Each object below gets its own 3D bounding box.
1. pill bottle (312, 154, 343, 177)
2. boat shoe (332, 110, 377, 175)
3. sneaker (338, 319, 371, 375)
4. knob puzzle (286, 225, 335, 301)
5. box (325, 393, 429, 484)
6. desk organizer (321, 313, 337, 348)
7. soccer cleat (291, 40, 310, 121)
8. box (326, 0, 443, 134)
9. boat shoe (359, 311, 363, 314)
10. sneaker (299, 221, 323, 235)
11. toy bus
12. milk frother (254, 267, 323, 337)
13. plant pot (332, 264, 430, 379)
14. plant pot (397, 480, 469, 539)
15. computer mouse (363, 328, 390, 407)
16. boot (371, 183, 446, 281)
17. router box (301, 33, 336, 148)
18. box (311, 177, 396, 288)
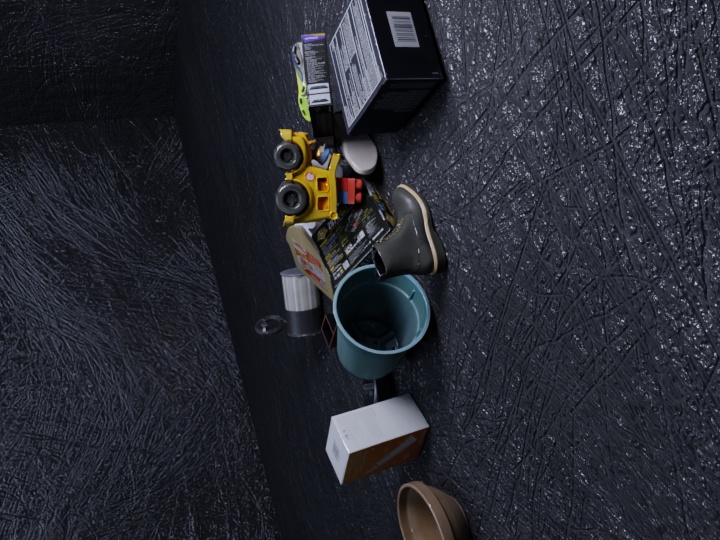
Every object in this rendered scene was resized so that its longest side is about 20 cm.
[{"bbox_3d":[-0.109,-0.221,1.464,0.200,0.111,0.115,165,94,-76],"label":"pill bottle"},{"bbox_3d":[-0.015,-0.267,1.333,0.093,0.073,0.202,100,157,-51],"label":"boat shoe"},{"bbox_3d":[-0.013,0.153,1.413,0.108,0.069,0.203,139,128,-61],"label":"sneaker"},{"bbox_3d":[-0.120,-0.039,1.462,0.220,0.030,0.221,46,157,25],"label":"knob puzzle"},{"bbox_3d":[0.035,0.372,1.301,0.098,0.197,0.126,56,147,41],"label":"box"},{"bbox_3d":[-0.041,0.115,1.520,0.072,0.076,0.201,63,151,32],"label":"desk organizer"},{"bbox_3d":[-0.136,-0.494,1.534,0.084,0.064,0.204,-73,-26,-77],"label":"soccer cleat"},{"bbox_3d":[0.038,-0.389,1.085,0.198,0.121,0.203,145,115,-64],"label":"box"},{"bbox_3d":[0.000,0.000,1.369,0.061,0.071,0.204,5,91,40],"label":"boat shoe"},{"bbox_3d":[-0.085,-0.134,1.522,0.198,0.114,0.076,-24,97,31],"label":"sneaker"},{"bbox_3d":[-0.091,-0.201,1.261,0.136,0.188,0.204,-112,19,-78],"label":"toy bus"},{"bbox_3d":[-0.223,0.096,1.775,0.180,0.197,0.192,-162,64,-67],"label":"milk frother"},{"bbox_3d":[0.030,0.126,1.247,0.197,0.197,0.202,104,147,-56],"label":"plant pot"},{"bbox_3d":[0.162,0.531,1.214,0.201,0.091,0.204,-139,44,-55],"label":"plant pot"},{"bbox_3d":[0.043,0.243,1.425,0.138,0.052,0.204,158,113,-68],"label":"computer mouse"},{"bbox_3d":[0.068,-0.077,1.126,0.078,0.136,0.202,113,141,-51],"label":"boot"},{"bbox_3d":[-0.087,-0.373,1.248,0.200,0.051,0.160,92,171,-78],"label":"router box"},{"bbox_3d":[-0.013,-0.079,1.311,0.200,0.049,0.161,-46,52,27],"label":"box"}]
